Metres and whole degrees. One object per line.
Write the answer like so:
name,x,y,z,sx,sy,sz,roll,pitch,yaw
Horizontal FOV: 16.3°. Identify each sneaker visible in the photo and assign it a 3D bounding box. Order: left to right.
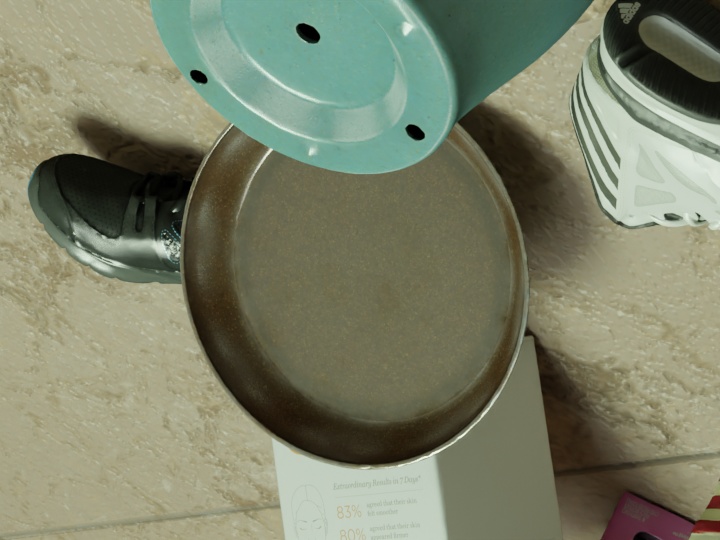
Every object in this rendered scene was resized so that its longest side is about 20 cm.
sneaker,-0.084,-0.028,1.364,0.199,0.073,0.082,22,129,3
sneaker,0.182,-0.041,1.144,0.200,0.076,0.115,38,155,3

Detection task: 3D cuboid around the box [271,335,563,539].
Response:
box,0.034,0.145,1.360,0.124,0.097,0.202,-10,87,44

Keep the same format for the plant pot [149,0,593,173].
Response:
plant pot,0.015,-0.149,1.011,0.199,0.189,0.201,19,145,15

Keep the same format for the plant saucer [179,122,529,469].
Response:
plant saucer,0.000,0.000,1.275,0.199,0.032,0.202,5,100,27

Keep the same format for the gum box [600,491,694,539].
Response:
gum box,0.144,0.228,1.464,0.066,0.114,0.201,25,146,8

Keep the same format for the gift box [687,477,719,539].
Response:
gift box,0.288,0.166,1.226,0.200,0.185,0.186,42,153,-24
